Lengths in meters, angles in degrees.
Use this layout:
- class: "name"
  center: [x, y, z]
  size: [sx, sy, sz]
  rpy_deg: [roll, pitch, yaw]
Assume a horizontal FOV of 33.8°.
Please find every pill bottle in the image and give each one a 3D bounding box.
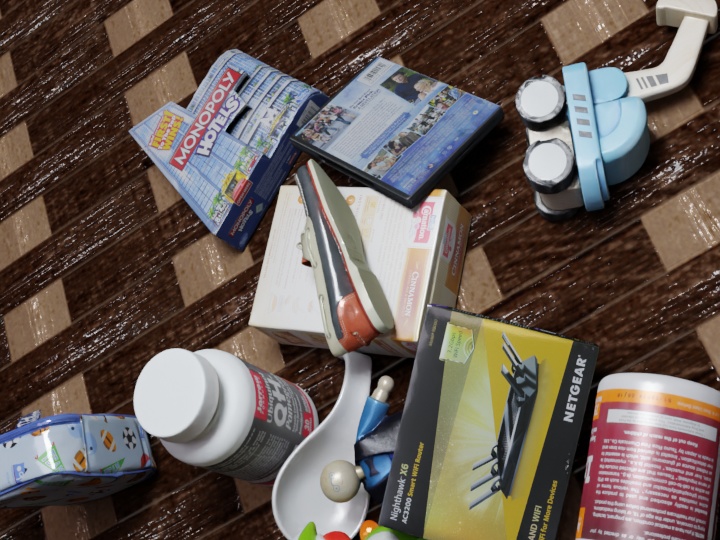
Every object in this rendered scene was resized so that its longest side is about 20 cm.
- class: "pill bottle"
  center: [0.238, 0.195, 0.979]
  size: [0.111, 0.113, 0.204]
  rpy_deg: [3, 74, 30]
- class: "pill bottle"
  center: [-0.131, 0.141, 1.154]
  size: [0.109, 0.200, 0.113]
  rpy_deg: [-9, 68, 25]

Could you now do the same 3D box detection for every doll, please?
- class: "doll"
  center: [0.051, 0.162, 1.110]
  size: [0.198, 0.048, 0.138]
  rpy_deg: [-27, 84, 9]

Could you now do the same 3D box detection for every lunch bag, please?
- class: "lunch bag"
  center: [-0.321, 0.202, 1.239]
  size: [0.158, 0.199, 0.077]
  rpy_deg: [-21, 72, 20]

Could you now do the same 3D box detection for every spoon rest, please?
- class: "spoon rest"
  center: [-0.027, 0.172, 1.157]
  size: [0.061, 0.098, 0.203]
  rpy_deg: [149, 137, -68]

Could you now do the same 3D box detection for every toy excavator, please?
- class: "toy excavator"
  center: [0.249, -0.158, 1.123]
  size: [0.196, 0.100, 0.198]
  rpy_deg: [-9, 70, 12]

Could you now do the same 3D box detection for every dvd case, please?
- class: "dvd case"
  center: [0.034, -0.148, 1.227]
  size: [0.143, 0.018, 0.199]
  rpy_deg: [-45, 46, -15]

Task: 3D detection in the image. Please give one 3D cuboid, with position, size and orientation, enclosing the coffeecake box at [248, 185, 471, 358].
- class: "coffeecake box"
  center: [0.000, 0.000, 1.206]
  size: [0.197, 0.073, 0.156]
  rpy_deg: [4, 73, 30]

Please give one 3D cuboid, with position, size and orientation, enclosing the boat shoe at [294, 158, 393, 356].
- class: "boat shoe"
  center: [-0.030, -0.015, 1.147]
  size: [0.062, 0.071, 0.203]
  rpy_deg: [-30, 64, 19]

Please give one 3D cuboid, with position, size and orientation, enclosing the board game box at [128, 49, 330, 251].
- class: "board game box"
  center: [-0.165, -0.158, 1.364]
  size: [0.198, 0.062, 0.202]
  rpy_deg: [30, 88, 33]

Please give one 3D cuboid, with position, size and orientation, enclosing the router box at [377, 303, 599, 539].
- class: "router box"
  center: [0.113, 0.145, 1.048]
  size: [0.154, 0.052, 0.204]
  rpy_deg: [13, 91, 10]

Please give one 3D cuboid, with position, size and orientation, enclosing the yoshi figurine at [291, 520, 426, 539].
- class: "yoshi figurine"
  center: [-0.007, 0.297, 1.078]
  size: [0.196, 0.113, 0.114]
  rpy_deg: [-13, 103, 5]
